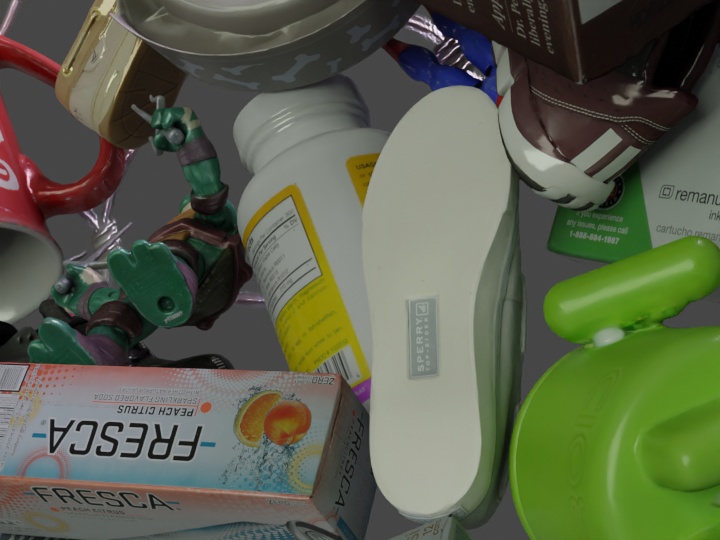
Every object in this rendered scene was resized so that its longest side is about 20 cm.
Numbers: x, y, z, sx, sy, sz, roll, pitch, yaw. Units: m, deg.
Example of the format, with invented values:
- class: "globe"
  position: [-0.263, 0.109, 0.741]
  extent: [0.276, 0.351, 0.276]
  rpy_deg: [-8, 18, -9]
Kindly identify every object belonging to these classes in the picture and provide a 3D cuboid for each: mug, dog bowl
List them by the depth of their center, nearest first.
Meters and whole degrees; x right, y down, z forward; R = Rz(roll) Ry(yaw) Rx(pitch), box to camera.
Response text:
- class: "dog bowl"
  position: [-0.045, -0.182, 0.882]
  extent: [0.199, 0.059, 0.201]
  rpy_deg: [-7, 62, 14]
- class: "mug"
  position: [-0.251, -0.074, 1.048]
  extent: [0.201, 0.177, 0.134]
  rpy_deg: [68, 151, 28]

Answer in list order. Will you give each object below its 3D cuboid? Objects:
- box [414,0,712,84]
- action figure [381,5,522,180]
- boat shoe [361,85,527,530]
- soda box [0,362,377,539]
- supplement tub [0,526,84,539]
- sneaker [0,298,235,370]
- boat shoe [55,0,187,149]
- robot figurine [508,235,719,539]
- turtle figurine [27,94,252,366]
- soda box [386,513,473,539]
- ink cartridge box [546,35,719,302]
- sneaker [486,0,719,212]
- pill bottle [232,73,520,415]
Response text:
- class: "box"
  position: [0.071, -0.209, 0.677]
  extent: [0.164, 0.166, 0.200]
  rpy_deg: [-34, 44, -20]
- class: "action figure"
  position: [0.055, -0.101, 0.862]
  extent: [0.200, 0.099, 0.065]
  rpy_deg: [40, 102, 29]
- class: "boat shoe"
  position: [0.046, 0.018, 0.764]
  extent: [0.072, 0.069, 0.201]
  rpy_deg: [-10, 68, 19]
- class: "soda box"
  position: [-0.094, 0.087, 0.785]
  extent: [0.199, 0.068, 0.064]
  rpy_deg: [1, 58, 24]
- class: "supplement tub"
  position: [-0.170, 0.163, 0.895]
  extent: [0.199, 0.140, 0.141]
  rpy_deg: [22, 91, 18]
- class: "sneaker"
  position: [-0.157, 0.056, 0.968]
  extent: [0.199, 0.077, 0.084]
  rpy_deg: [-1, 83, 30]
- class: "boat shoe"
  position: [-0.119, -0.173, 0.990]
  extent: [0.069, 0.074, 0.201]
  rpy_deg: [27, 88, 27]
- class: "robot figurine"
  position: [0.128, 0.082, 0.685]
  extent: [0.115, 0.200, 0.176]
  rpy_deg: [-23, 91, -12]
- class: "turtle figurine"
  position: [-0.106, -0.012, 0.900]
  extent: [0.100, 0.200, 0.150]
  rpy_deg: [26, 114, -5]
- class: "soda box"
  position: [0.063, 0.202, 0.732]
  extent: [0.068, 0.200, 0.064]
  rpy_deg: [-26, 26, 25]
- class: "ink cartridge box"
  position: [0.183, -0.086, 0.761]
  extent: [0.146, 0.083, 0.201]
  rpy_deg: [12, 85, 53]
- class: "sneaker"
  position: [0.108, -0.134, 0.758]
  extent: [0.115, 0.075, 0.201]
  rpy_deg: [-36, 57, 38]
- class: "pill bottle"
  position: [0.000, 0.000, 0.866]
  extent: [0.104, 0.104, 0.201]
  rpy_deg: [-32, 64, 22]
